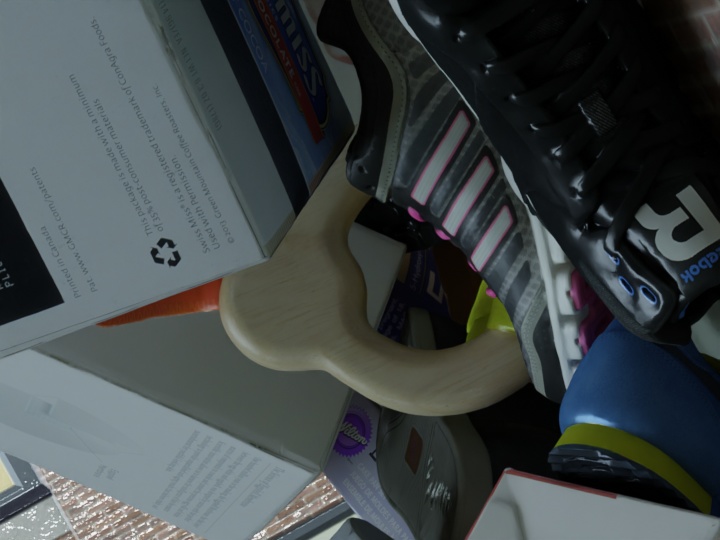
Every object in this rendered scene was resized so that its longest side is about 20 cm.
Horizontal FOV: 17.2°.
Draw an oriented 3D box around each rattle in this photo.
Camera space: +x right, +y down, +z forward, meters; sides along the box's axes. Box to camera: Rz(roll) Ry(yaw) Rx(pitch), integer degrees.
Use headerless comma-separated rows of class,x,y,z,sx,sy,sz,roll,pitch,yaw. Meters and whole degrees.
rattle,0.000,0.000,0.994,0.143,0.200,0.130,-49,-52,-78

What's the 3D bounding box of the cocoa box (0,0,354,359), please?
cocoa box,-0.110,-0.094,0.842,0.200,0.133,0.131,65,-158,-16

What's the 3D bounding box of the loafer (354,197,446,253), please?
loafer,0.005,-0.041,1.133,0.068,0.070,0.200,57,152,-15

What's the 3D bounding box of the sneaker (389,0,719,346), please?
sneaker,0.077,-0.049,0.720,0.112,0.073,0.200,54,180,36

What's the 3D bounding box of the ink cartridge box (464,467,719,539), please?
ink cartridge box,0.133,0.156,0.862,0.200,0.068,0.116,42,161,-32

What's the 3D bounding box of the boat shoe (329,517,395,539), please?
boat shoe,0.043,0.184,0.903,0.199,0.068,0.074,48,-172,12

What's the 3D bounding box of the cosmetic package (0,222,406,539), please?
cosmetic package,-0.108,0.026,1.124,0.200,0.123,0.199,25,159,-6

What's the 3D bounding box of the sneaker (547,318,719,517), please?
sneaker,0.144,0.084,0.890,0.066,0.079,0.200,1,147,42

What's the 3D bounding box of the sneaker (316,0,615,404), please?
sneaker,0.043,-0.036,0.877,0.074,0.087,0.200,-53,-52,-48

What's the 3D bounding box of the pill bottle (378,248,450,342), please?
pill bottle,-0.013,0.013,1.307,0.200,0.120,0.120,33,-167,-35

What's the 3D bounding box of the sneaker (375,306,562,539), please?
sneaker,0.070,0.080,1.029,0.200,0.106,0.075,-111,31,-66

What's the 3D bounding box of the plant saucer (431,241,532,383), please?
plant saucer,0.068,0.033,1.181,0.200,0.037,0.200,-17,-90,-88

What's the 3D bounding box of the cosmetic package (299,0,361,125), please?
cosmetic package,-0.035,-0.155,0.962,0.103,0.087,0.200,-85,-25,-49

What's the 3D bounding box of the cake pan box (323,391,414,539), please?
cake pan box,0.077,0.145,1.209,0.200,0.052,0.184,49,-169,27
